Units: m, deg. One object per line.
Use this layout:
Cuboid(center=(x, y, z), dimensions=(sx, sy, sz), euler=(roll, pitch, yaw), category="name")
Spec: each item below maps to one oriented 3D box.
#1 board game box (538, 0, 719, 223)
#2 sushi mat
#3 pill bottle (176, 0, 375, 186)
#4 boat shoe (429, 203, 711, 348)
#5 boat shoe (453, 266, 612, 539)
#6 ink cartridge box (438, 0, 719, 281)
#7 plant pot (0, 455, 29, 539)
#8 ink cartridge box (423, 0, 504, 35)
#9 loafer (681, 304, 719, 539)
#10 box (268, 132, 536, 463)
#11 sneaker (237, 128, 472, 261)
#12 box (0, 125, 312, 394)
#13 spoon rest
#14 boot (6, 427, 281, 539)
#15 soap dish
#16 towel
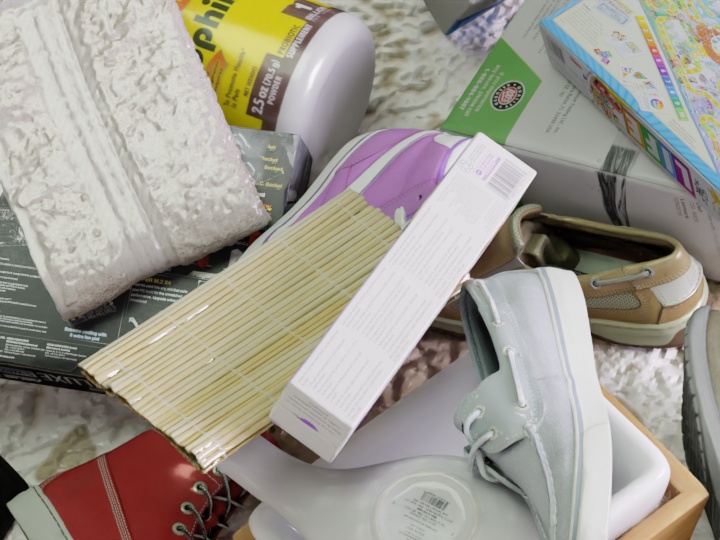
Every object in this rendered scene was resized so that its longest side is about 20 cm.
Cuboid(center=(0.206, -0.106, 1.480), dimensions=(0.134, 0.034, 0.200), euler=(-33, 49, -10), category="board game box")
Cuboid(center=(-0.040, 0.026, 1.400), dimensions=(0.096, 0.012, 0.200), euler=(34, 50, 30), category="sushi mat")
Cuboid(center=(-0.099, -0.130, 1.655), dimensions=(0.200, 0.109, 0.109), euler=(21, 60, 19), category="pill bottle")
Cuboid(center=(0.093, -0.009, 1.524), dimensions=(0.200, 0.076, 0.072), euler=(2, 53, 23), category="boat shoe")
Cuboid(center=(0.080, 0.076, 1.342), dimensions=(0.071, 0.070, 0.201), euler=(-2, 41, -4), category="boat shoe")
Cuboid(center=(0.169, -0.084, 1.555), dimensions=(0.200, 0.084, 0.146), euler=(17, 59, 30), category="ink cartridge box")
Cuboid(center=(-0.333, 0.127, 1.500), dimensions=(0.200, 0.178, 0.200), euler=(11, 56, 27), category="plant pot")
Cuboid(center=(0.125, -0.228, 1.667), dimensions=(0.200, 0.116, 0.067), euler=(-32, 89, -8), category="ink cartridge box")
Cuboid(center=(0.207, 0.102, 1.398), dimensions=(0.069, 0.075, 0.200), euler=(-8, 52, -2), category="loafer")
Cuboid(center=(0.023, 0.010, 1.384), dimensions=(0.041, 0.039, 0.200), euler=(34, 54, 2), category="box")
Cuboid(center=(0.000, -0.001, 1.491), dimensions=(0.114, 0.073, 0.201), euler=(4, 55, 49), category="sneaker")
Cuboid(center=(-0.140, -0.010, 1.566), dimensions=(0.199, 0.050, 0.158), euler=(7, 76, 11), category="box")
Cuboid(center=(-0.002, 0.113, 1.368), dimensions=(0.200, 0.061, 0.099), euler=(28, 66, 22), category="spoon rest")
Cuboid(center=(-0.089, 0.151, 1.462), dimensions=(0.144, 0.072, 0.200), euler=(-30, 43, -8), category="boot")
Cuboid(center=(0.058, 0.135, 1.410), dimensions=(0.200, 0.081, 0.157), euler=(-35, 48, -11), category="soap dish")
Cuboid(center=(-0.144, -0.085, 1.545), dimensions=(0.132, 0.034, 0.200), euler=(-25, 71, 1), category="towel")
